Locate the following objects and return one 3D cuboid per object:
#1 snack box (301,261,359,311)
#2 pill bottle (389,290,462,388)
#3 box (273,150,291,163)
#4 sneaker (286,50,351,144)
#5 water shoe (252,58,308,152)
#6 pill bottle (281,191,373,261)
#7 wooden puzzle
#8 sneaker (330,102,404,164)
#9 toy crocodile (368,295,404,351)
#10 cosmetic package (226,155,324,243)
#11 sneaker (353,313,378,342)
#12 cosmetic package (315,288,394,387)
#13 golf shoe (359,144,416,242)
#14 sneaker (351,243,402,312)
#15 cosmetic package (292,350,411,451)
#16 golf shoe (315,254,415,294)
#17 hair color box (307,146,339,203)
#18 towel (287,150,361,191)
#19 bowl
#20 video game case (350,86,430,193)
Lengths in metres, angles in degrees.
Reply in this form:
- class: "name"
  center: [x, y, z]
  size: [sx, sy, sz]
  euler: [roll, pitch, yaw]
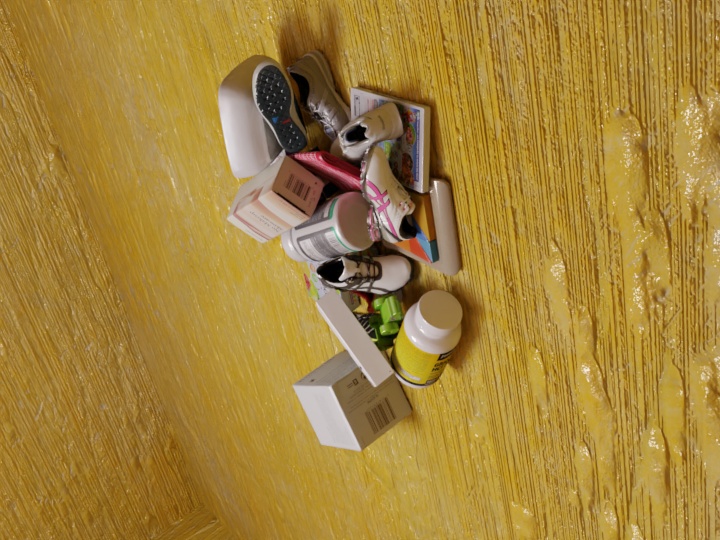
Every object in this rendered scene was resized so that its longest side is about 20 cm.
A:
- class: "snack box"
  center: [-0.076, -0.014, 1.736]
  size: [0.141, 0.053, 0.204]
  euler: [23, 134, 45]
- class: "pill bottle"
  center: [0.127, 0.129, 1.480]
  size: [0.113, 0.111, 0.202]
  euler: [47, 148, 21]
- class: "box"
  center: [-0.185, -0.254, 1.712]
  size: [0.136, 0.039, 0.203]
  euler: [28, 137, 42]
- class: "sneaker"
  center: [-0.076, -0.302, 1.456]
  size: [0.074, 0.081, 0.203]
  euler: [-19, 99, 60]
- class: "water shoe"
  center: [-0.151, -0.307, 1.420]
  size: [0.202, 0.070, 0.080]
  euler: [73, -177, -48]
- class: "pill bottle"
  center: [-0.066, -0.080, 1.544]
  size: [0.198, 0.112, 0.115]
  euler: [-12, 106, 48]
- class: "wooden puzzle"
  center: [0.093, -0.095, 1.417]
  size: [0.198, 0.037, 0.188]
  euler: [24, 134, 47]
- class: "sneaker"
  center: [-0.008, -0.233, 1.347]
  size: [0.199, 0.086, 0.076]
  euler: [-26, 86, 58]
- class: "toy crocodile"
  center: [0.057, 0.103, 1.540]
  size: [0.201, 0.060, 0.069]
  euler: [103, 154, -62]
- class: "cosmetic package"
  center: [-0.171, -0.136, 1.543]
  size: [0.102, 0.089, 0.199]
  euler: [32, 152, -23]
- class: "sneaker"
  center: [0.010, 0.144, 1.736]
  size: [0.082, 0.074, 0.199]
  euler: [59, 158, -17]
- class: "cosmetic package"
  center: [-0.012, 0.134, 1.533]
  size: [0.201, 0.050, 0.083]
  euler: [54, 172, 7]
- class: "golf shoe"
  center: [0.051, -0.133, 1.342]
  size: [0.090, 0.074, 0.202]
  euler: [5, 139, 17]
- class: "sneaker"
  center: [0.000, 0.000, 1.591]
  size: [0.201, 0.089, 0.079]
  euler: [53, 151, 17]
- class: "cosmetic package"
  center: [-0.022, 0.296, 1.802]
  size: [0.199, 0.166, 0.169]
  euler: [-13, 105, 59]
- class: "golf shoe"
  center: [0.006, 0.007, 1.505]
  size: [0.195, 0.094, 0.080]
  euler: [-7, 80, 16]
- class: "hair color box"
  center: [-0.137, -0.170, 1.635]
  size: [0.198, 0.060, 0.101]
  euler: [-23, 104, 49]
- class: "towel"
  center: [-0.050, -0.183, 1.456]
  size: [0.143, 0.023, 0.199]
  euler: [25, 176, -24]
- class: "bowl"
  center: [-0.189, -0.295, 1.494]
  size: [0.073, 0.201, 0.203]
  euler: [7, 126, 20]
- class: "video game case"
  center: [0.049, -0.231, 1.359]
  size: [0.199, 0.018, 0.146]
  euler: [29, 128, 46]
